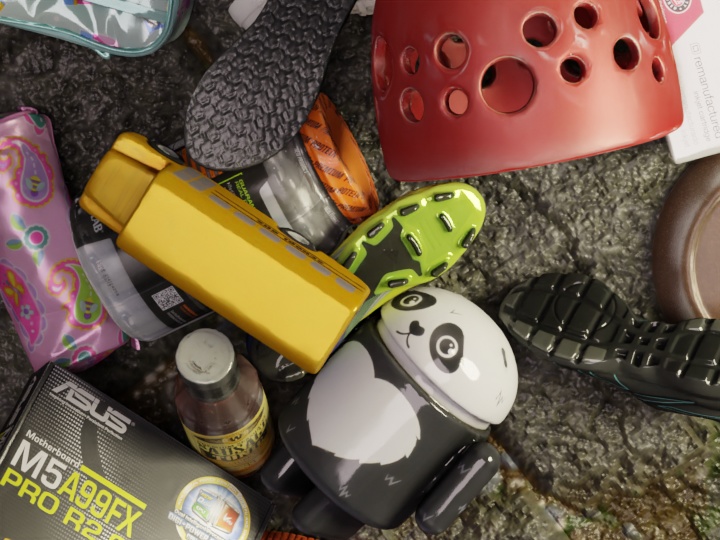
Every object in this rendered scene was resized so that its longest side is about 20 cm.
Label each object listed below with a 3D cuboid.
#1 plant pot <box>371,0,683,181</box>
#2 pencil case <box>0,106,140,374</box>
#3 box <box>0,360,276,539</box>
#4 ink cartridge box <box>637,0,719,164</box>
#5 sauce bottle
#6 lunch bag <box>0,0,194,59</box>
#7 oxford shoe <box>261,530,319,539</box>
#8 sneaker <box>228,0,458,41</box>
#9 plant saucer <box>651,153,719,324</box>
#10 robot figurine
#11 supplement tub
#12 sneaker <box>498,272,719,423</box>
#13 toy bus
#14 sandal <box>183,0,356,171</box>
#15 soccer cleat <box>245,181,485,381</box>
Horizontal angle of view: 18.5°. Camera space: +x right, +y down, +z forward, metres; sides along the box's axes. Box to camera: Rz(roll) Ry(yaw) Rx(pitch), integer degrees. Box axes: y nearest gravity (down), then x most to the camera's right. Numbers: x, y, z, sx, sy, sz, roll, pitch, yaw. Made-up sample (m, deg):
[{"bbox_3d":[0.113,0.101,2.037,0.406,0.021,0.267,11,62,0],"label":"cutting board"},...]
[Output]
[{"bbox_3d":[0.102,-0.163,1.438,0.200,0.200,0.183,-7,98,9],"label":"plant pot"},{"bbox_3d":[-0.234,-0.019,1.616,0.087,0.087,0.200,-22,96,10],"label":"pencil case"},{"bbox_3d":[-0.178,0.184,1.555,0.200,0.044,0.160,35,59,-15],"label":"box"},{"bbox_3d":[0.292,-0.170,1.516,0.200,0.083,0.145,-16,94,9],"label":"ink cartridge box"},{"bbox_3d":[-0.100,0.094,1.558,0.066,0.200,0.066,-2,70,5],"label":"sauce bottle"},{"bbox_3d":[-0.206,-0.239,1.576,0.200,0.077,0.161,15,101,5],"label":"lunch bag"},{"bbox_3d":[-0.010,0.259,1.641,0.200,0.071,0.073,27,107,2],"label":"oxford shoe"},{"bbox_3d":[0.014,-0.192,1.558,0.200,0.074,0.116,-29,92,10],"label":"sneaker"},{"bbox_3d":[0.308,-0.005,1.574,0.200,0.032,0.201,1,100,8],"label":"plant saucer"},{"bbox_3d":[0.021,0.104,1.580,0.150,0.125,0.200,42,102,-9],"label":"robot figurine"},{"bbox_3d":[-0.095,-0.041,1.573,0.200,0.123,0.123,-25,96,11],"label":"supplement tub"},{"bbox_3d":[0.191,0.064,1.577,0.200,0.079,0.075,19,61,23],"label":"sneaker"},{"bbox_3d":[-0.094,-0.014,1.475,0.200,0.078,0.065,33,101,2],"label":"toy bus"},{"bbox_3d":[-0.051,-0.150,1.513,0.075,0.048,0.201,32,82,0],"label":"sandal"},{"bbox_3d":[-0.001,0.000,1.549,0.200,0.084,0.065,-39,107,7],"label":"soccer cleat"}]
